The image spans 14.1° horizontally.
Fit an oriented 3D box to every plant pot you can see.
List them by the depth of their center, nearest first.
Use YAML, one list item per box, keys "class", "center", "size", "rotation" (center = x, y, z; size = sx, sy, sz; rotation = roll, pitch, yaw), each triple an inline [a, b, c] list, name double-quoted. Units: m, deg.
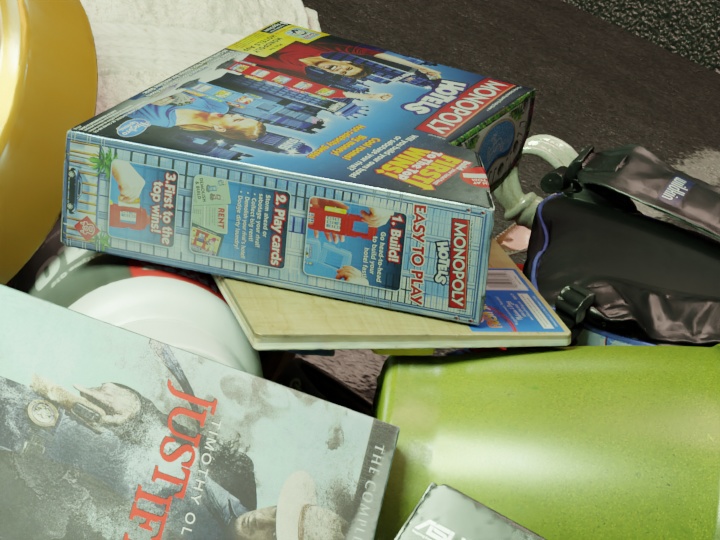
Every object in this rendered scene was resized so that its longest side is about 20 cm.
- class: "plant pot"
  center: [0.093, 0.116, 1.340]
  size: [0.192, 0.201, 0.200]
  rotation: [10, 15, -2]
- class: "plant pot"
  center: [-0.257, -0.094, 1.380]
  size: [0.200, 0.201, 0.183]
  rotation: [35, 5, 40]

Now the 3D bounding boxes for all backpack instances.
- class: "backpack"
  center: [0.169, 0.051, 1.507]
  size: [0.189, 0.155, 0.200]
  rotation: [12, 29, 2]

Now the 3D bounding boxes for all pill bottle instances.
- class: "pill bottle"
  center: [-0.108, 0.043, 1.400]
  size: [0.113, 0.114, 0.200]
  rotation: [18, 15, -18]

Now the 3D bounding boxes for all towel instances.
- class: "towel"
  center: [-0.101, -0.099, 1.499]
  size: [0.199, 0.035, 0.133]
  rotation: [2, 54, -27]

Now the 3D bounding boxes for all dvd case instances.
- class: "dvd case"
  center: [-0.092, 0.099, 1.221]
  size: [0.199, 0.147, 0.022]
  rotation: [21, -28, -11]

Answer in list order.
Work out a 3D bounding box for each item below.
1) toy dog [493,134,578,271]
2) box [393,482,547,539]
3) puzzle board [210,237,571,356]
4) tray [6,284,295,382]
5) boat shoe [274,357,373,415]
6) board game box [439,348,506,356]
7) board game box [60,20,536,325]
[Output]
- class: "toy dog"
  center: [0.126, 0.010, 1.647]
  size: [0.200, 0.132, 0.096]
  rotation: [43, 20, -7]
- class: "box"
  center: [0.108, 0.182, 1.170]
  size: [0.199, 0.048, 0.193]
  rotation: [27, -20, 19]
- class: "puzzle board"
  center: [0.000, 0.000, 1.394]
  size: [0.150, 0.017, 0.200]
  rotation: [1, 21, -16]
- class: "tray"
  center: [-0.127, 0.007, 1.521]
  size: [0.199, 0.099, 0.037]
  rotation: [18, 26, -18]
- class: "boat shoe"
  center: [0.034, 0.113, 1.474]
  size: [0.201, 0.061, 0.072]
  rotation: [28, 15, 17]
- class: "board game box"
  center: [0.135, 0.110, 1.648]
  size: [0.199, 0.056, 0.196]
  rotation: [28, 16, 18]
- class: "board game box"
  center: [-0.005, -0.044, 1.386]
  size: [0.199, 0.062, 0.200]
  rotation: [18, 28, 24]
